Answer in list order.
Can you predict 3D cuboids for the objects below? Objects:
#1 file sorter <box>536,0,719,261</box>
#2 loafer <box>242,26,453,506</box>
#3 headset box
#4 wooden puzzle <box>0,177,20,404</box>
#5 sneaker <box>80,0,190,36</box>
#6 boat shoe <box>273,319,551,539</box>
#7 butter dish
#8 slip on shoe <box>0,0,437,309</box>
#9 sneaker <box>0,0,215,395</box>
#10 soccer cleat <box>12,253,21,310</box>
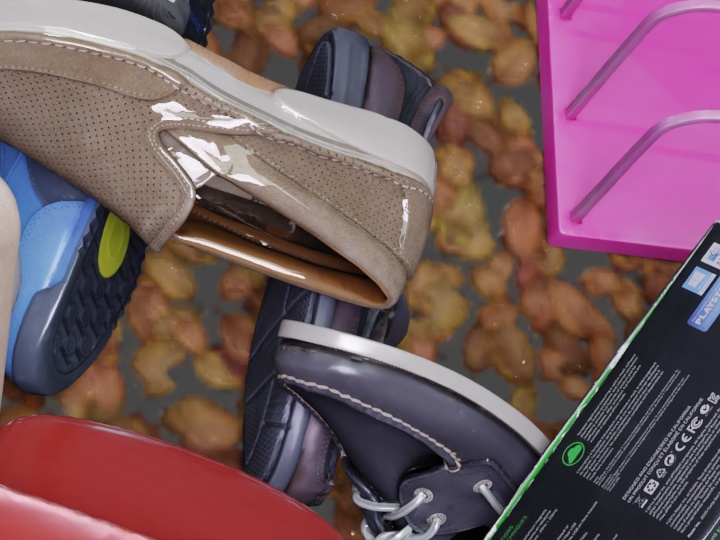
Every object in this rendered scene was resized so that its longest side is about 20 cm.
[{"bbox_3d":[0.158,-0.117,1.215,0.139,0.125,0.201,6,66,-18],"label":"file sorter"},{"bbox_3d":[0.000,0.000,1.141,0.063,0.072,0.201,17,61,-18],"label":"loafer"},{"bbox_3d":[0.160,0.113,1.064,0.200,0.093,0.174,40,83,-35],"label":"headset box"},{"bbox_3d":[-0.204,0.060,0.979,0.185,0.200,0.037,-19,50,-26],"label":"wooden puzzle"},{"bbox_3d":[-0.133,-0.168,1.092,0.200,0.076,0.116,32,60,-5],"label":"sneaker"},{"bbox_3d":[0.033,0.081,1.080,0.200,0.073,0.063,37,72,-43],"label":"boat shoe"},{"bbox_3d":[-0.084,0.122,1.013,0.199,0.200,0.148,23,39,-11],"label":"butter dish"},{"bbox_3d":[-0.069,-0.039,1.054,0.200,0.076,0.061,19,60,-19],"label":"slip on shoe"},{"bbox_3d":[-0.115,-0.048,1.128,0.078,0.066,0.201,10,68,12],"label":"sneaker"},{"bbox_3d":[-0.218,-0.009,1.040,0.199,0.070,0.086,11,47,-2],"label":"soccer cleat"}]
